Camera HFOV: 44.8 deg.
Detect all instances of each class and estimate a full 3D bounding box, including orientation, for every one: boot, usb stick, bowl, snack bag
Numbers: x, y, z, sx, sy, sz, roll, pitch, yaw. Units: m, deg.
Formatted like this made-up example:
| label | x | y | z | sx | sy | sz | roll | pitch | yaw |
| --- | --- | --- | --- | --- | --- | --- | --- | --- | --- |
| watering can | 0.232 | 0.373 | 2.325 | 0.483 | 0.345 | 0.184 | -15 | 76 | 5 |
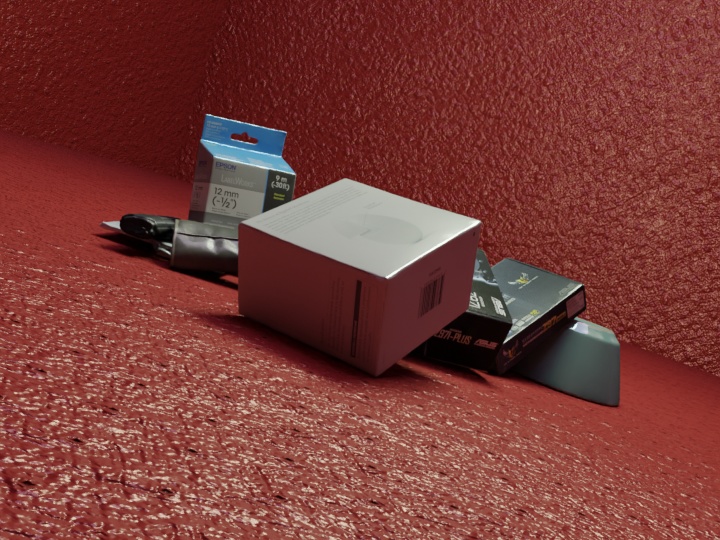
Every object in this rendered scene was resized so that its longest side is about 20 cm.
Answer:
| label | x | y | z | sx | sy | sz | roll | pitch | yaw |
| --- | --- | --- | --- | --- | --- | --- | --- | --- | --- |
| boot | -0.159 | -0.010 | 1.196 | 0.199 | 0.073 | 0.182 | 12 | 22 | -20 |
| usb stick | -0.294 | -0.063 | 1.259 | 0.055 | 0.033 | 0.200 | 12 | 3 | 1 |
| bowl | 0.322 | 0.125 | 1.362 | 0.200 | 0.105 | 0.201 | 19 | 3 | -1 |
| snack bag | -0.287 | -0.037 | 1.336 | 0.199 | 0.021 | 0.189 | 19 | 4 | -2 |

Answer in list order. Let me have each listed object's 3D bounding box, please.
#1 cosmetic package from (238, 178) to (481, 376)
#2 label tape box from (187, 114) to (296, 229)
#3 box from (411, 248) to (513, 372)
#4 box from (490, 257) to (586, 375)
| label | x | y | z | sx | sy | sz | roll | pitch | yaw |
| --- | --- | --- | --- | --- | --- | --- | --- | --- | --- |
| cosmetic package | -0.002 | -0.002 | 0.997 | 0.200 | 0.123 | 0.199 | 22 | 32 | 30 |
| label tape box | -0.178 | -0.126 | 1.334 | 0.143 | 0.201 | 0.066 | 8 | 3 | -34 |
| box | 0.100 | 0.032 | 1.201 | 0.163 | 0.086 | 0.200 | 16 | 28 | -13 |
| box | 0.214 | 0.062 | 1.309 | 0.200 | 0.051 | 0.158 | -30 | 32 | -28 |
